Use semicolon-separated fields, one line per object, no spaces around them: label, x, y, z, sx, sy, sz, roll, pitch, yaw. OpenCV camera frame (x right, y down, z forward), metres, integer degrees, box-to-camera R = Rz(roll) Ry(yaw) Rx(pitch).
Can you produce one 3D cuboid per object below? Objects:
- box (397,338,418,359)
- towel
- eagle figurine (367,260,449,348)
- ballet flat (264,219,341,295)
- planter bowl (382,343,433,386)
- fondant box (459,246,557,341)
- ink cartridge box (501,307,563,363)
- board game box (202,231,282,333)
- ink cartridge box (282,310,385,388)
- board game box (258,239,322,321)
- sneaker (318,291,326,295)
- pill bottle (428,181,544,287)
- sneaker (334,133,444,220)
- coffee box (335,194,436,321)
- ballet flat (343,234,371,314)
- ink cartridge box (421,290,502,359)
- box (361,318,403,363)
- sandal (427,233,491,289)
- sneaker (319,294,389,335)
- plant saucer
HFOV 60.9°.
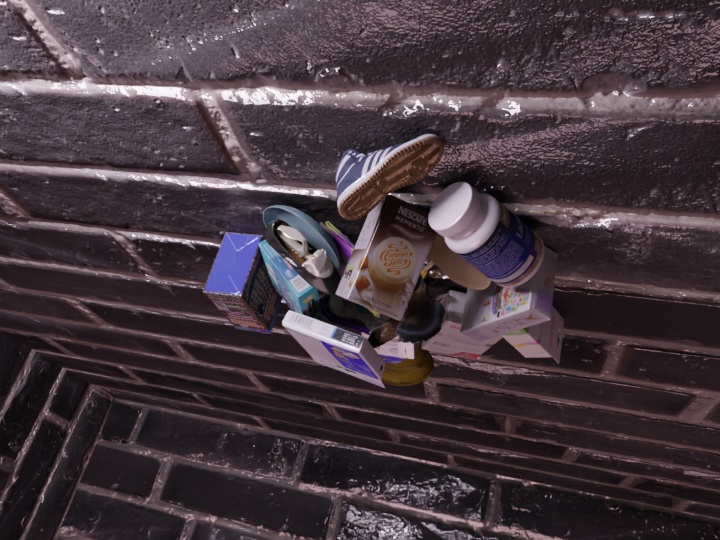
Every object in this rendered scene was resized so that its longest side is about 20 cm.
box;0.123;0.133;1.406;0.039;0.200;0.042;6;115;14
towel;-0.014;-0.001;1.255;0.200;0.023;0.144;41;150;34
eagle figurine;0.104;0.084;1.301;0.150;0.200;0.152;9;155;11
ballet flat;-0.110;-0.028;1.208;0.200;0.068;0.068;38;147;2
planter bowl;0.099;0.202;1.601;0.200;0.201;0.084;11;123;8
fondant box;0.288;0.047;1.201;0.058;0.145;0.200;26;151;-20
ink cartridge box;0.364;0.113;1.317;0.067;0.117;0.200;-9;144;40
board game box;-0.262;0.032;1.437;0.097;0.160;0.200;6;153;17
ink cartridge box;-0.048;0.173;1.327;0.198;0.043;0.200;16;155;28
board game box;-0.148;0.030;1.333;0.151;0.047;0.200;51;165;20
sneaker;-0.054;0.023;1.445;0.199;0.075;0.087;-6;179;23
pill bottle;0.217;-0.062;1.061;0.200;0.116;0.116;32;149;-32
sneaker;0.038;-0.176;1.004;0.200;0.109;0.070;-34;130;17
coffee box;0.050;-0.025;1.112;0.114;0.200;0.080;22;178;-18
ballet flat;0.000;0.000;1.332;0.070;0.065;0.200;21;135;48
ink cartridge box;0.244;0.133;1.446;0.146;0.083;0.200;12;153;-7
box;0.063;0.135;1.495;0.119;0.042;0.201;8;122;14
sandal;0.167;-0.041;1.200;0.211;0.070;0.078;27;118;12
sneaker;-0.019;0.103;1.425;0.200;0.070;0.099;30;153;-34
plant saucer;-0.116;-0.063;1.264;0.200;0.027;0.200;32;154;18
